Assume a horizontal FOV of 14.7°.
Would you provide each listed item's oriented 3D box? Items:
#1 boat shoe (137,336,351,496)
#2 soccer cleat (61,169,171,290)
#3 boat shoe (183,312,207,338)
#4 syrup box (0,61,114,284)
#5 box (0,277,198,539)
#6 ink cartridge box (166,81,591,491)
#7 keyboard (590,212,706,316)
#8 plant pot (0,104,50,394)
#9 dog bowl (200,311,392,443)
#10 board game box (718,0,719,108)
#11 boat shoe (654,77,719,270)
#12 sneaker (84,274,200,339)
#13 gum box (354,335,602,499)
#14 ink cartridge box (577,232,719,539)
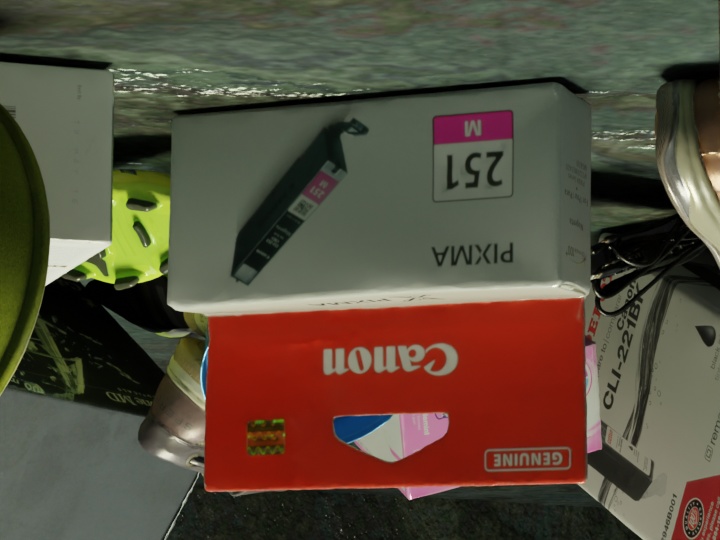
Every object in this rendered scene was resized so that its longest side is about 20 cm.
[{"bbox_3d":[-0.062,0.087,1.491,0.072,0.065,0.200,46,-175,22],"label":"boat shoe"},{"bbox_3d":[-0.147,-0.029,1.434,0.199,0.065,0.084,-11,-150,41],"label":"soccer cleat"},{"bbox_3d":[0.000,0.000,1.478,0.199,0.073,0.065,-17,-169,-31],"label":"boat shoe"},{"bbox_3d":[-0.174,-0.038,1.284,0.081,0.079,0.200,3,171,-19],"label":"syrup box"},{"bbox_3d":[-0.221,0.072,1.540,0.199,0.124,0.197,15,-159,-43],"label":"box"},{"bbox_3d":[0.006,0.010,1.273,0.199,0.175,0.044,-3,170,24],"label":"ink cartridge box"},{"bbox_3d":[0.125,0.008,1.462,0.199,0.040,0.104,-20,173,-35],"label":"keyboard"},{"bbox_3d":[-0.255,-0.027,1.083,0.199,0.202,0.193,-4,158,26],"label":"plant pot"},{"bbox_3d":[0.008,0.007,1.363,0.200,0.050,0.111,-36,128,17],"label":"dog bowl"},{"bbox_3d":[0.187,-0.045,0.806,0.158,0.201,0.097,1,172,0],"label":"board game box"},{"bbox_3d":[0.197,-0.022,1.264,0.071,0.076,0.200,-15,147,22],"label":"boat shoe"},{"bbox_3d":[-0.114,-0.001,1.547,0.082,0.072,0.200,15,163,-10],"label":"sneaker"},{"bbox_3d":[0.038,0.045,1.536,0.113,0.067,0.200,-13,-156,-18],"label":"gum box"},{"bbox_3d":[0.197,0.079,1.582,0.083,0.145,0.200,7,-164,-27],"label":"ink cartridge box"}]
